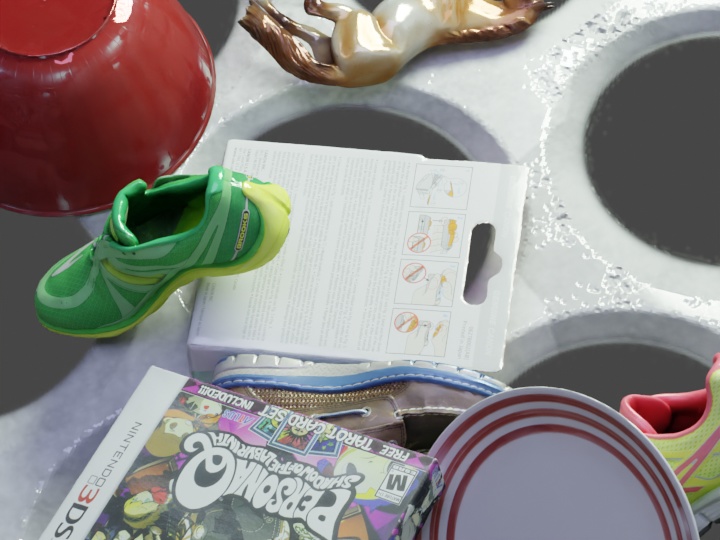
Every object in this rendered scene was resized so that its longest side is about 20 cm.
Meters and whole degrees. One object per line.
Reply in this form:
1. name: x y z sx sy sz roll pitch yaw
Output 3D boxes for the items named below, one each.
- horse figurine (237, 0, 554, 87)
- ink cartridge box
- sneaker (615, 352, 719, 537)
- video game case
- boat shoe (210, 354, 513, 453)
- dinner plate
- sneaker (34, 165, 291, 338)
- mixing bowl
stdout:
1. horse figurine: 0.013 -0.176 1.882 0.200 0.050 0.133 -30 77 -23
2. ink cartridge box: 0.000 0.000 1.781 0.199 0.050 0.161 6 58 6
3. sneaker: 0.170 0.113 1.622 0.090 0.200 0.078 44 28 -12
4. video game case: -0.079 0.157 1.623 0.200 0.036 0.181 17 58 25
5. boat shoe: 0.002 0.099 1.708 0.199 0.072 0.073 1 62 18
6. dinner plate: 0.112 0.165 1.610 0.200 0.200 0.024 39 25 26
7. sneaker: -0.134 -0.021 1.749 0.200 0.084 0.074 -25 45 33
8. mixing bowl: -0.201 -0.147 1.856 0.200 0.108 0.201 -3 57 5
